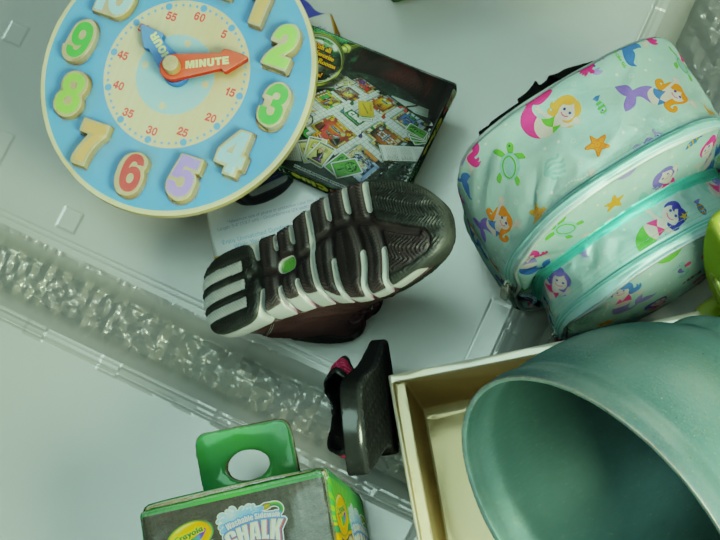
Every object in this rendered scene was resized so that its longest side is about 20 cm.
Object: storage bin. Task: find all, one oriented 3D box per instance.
[{"bbox_3d":[0.136,0.152,1.031,0.198,0.094,0.201,-12,72,6],"label":"storage bin"}]

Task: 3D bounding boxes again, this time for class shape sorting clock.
[{"bbox_3d":[-0.127,-0.135,1.123,0.198,0.039,0.202,-3,73,9],"label":"shape sorting clock"}]

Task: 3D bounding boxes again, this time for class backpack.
[{"bbox_3d":[0.152,-0.049,1.023,0.176,0.200,0.151,-30,67,0],"label":"backpack"}]

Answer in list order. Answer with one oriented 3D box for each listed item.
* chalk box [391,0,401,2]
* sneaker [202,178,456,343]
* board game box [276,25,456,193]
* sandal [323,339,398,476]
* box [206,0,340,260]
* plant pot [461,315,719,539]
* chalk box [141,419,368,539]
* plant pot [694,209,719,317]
[{"bbox_3d":[0.058,-0.278,1.150,0.198,0.125,0.125,-11,72,8],"label":"chalk box"},{"bbox_3d":[0.000,0.000,1.078,0.199,0.115,0.077,-17,69,34],"label":"sneaker"},{"bbox_3d":[-0.043,-0.119,1.135,0.199,0.023,0.106,25,81,16],"label":"board game box"},{"bbox_3d":[-0.005,0.086,1.018,0.045,0.200,0.076,-7,91,9],"label":"sandal"},{"bbox_3d":[-0.059,-0.094,1.163,0.118,0.042,0.202,-14,70,6],"label":"box"},{"bbox_3d":[0.172,0.108,0.903,0.134,0.201,0.200,-35,69,-29],"label":"plant pot"},{"bbox_3d":[-0.058,0.199,1.029,0.123,0.124,0.202,-12,72,7],"label":"chalk box"},{"bbox_3d":[0.325,0.034,0.977,0.198,0.182,0.201,-28,70,-9],"label":"plant pot"}]
